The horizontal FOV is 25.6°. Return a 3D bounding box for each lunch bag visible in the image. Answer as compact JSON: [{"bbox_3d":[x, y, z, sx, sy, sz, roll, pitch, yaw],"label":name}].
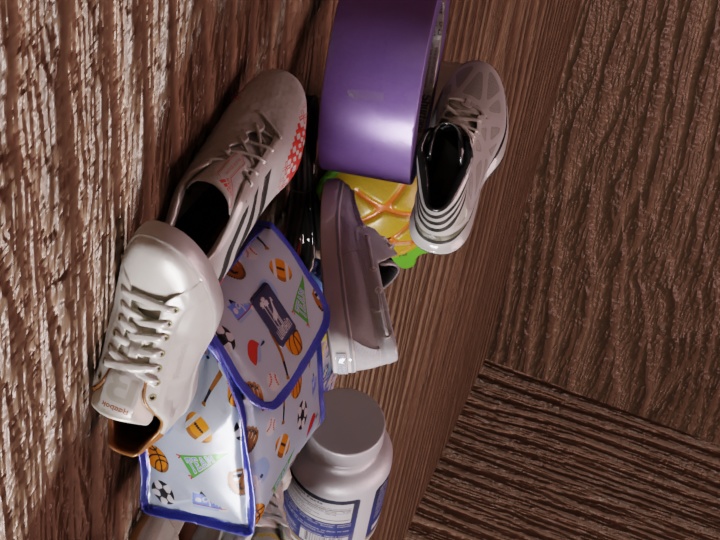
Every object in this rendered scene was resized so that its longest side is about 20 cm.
[{"bbox_3d":[-0.100,0.081,1.271,0.170,0.124,0.200,-56,149,-56],"label":"lunch bag"}]

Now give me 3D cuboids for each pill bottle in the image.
[{"bbox_3d":[-0.024,0.211,1.683,0.200,0.111,0.111,100,14,-53],"label":"pill bottle"}]

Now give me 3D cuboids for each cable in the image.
[{"bbox_3d":[-0.064,-0.065,1.432,0.200,0.050,0.097,84,23,-45],"label":"cable"}]

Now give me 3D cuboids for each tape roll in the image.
[{"bbox_3d":[0.023,-0.181,1.411,0.200,0.085,0.200,11,90,-84],"label":"tape roll"}]

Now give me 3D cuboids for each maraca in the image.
[{"bbox_3d":[0.022,-0.059,1.611,0.200,0.137,0.107,83,1,-55],"label":"maraca"}]

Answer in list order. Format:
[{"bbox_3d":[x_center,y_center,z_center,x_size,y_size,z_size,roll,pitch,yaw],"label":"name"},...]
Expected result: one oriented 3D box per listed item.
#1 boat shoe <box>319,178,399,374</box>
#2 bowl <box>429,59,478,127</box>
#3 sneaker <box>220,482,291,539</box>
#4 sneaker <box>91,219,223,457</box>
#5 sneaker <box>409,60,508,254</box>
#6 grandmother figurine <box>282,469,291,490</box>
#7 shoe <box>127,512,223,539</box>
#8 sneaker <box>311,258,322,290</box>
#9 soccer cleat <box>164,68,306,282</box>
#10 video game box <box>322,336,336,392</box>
[{"bbox_3d":[0.000,0.000,1.386,0.072,0.068,0.200,89,-3,-47],"label":"boat shoe"},{"bbox_3d":[0.056,-0.148,1.730,0.201,0.090,0.201,21,90,-81],"label":"bowl"},{"bbox_3d":[-0.094,0.229,1.428,0.081,0.076,0.200,-37,-134,50],"label":"sneaker"},{"bbox_3d":[-0.145,0.057,1.100,0.200,0.073,0.085,98,17,-45],"label":"sneaker"},{"bbox_3d":[0.096,-0.123,1.433,0.115,0.076,0.201,94,11,-65],"label":"sneaker"},{"bbox_3d":[-0.123,0.266,1.503,0.121,0.061,0.200,108,8,-69],"label":"grandmother figurine"},{"bbox_3d":[-0.155,0.226,1.373,0.070,0.053,0.200,48,53,-46],"label":"shoe"},{"bbox_3d":[-0.054,0.028,1.583,0.078,0.070,0.200,-48,179,7],"label":"sneaker"},{"bbox_3d":[-0.094,-0.068,1.157,0.200,0.069,0.085,-62,172,-17],"label":"soccer cleat"},{"bbox_3d":[-0.066,0.121,1.727,0.200,0.047,0.182,-49,155,-63],"label":"video game box"}]
